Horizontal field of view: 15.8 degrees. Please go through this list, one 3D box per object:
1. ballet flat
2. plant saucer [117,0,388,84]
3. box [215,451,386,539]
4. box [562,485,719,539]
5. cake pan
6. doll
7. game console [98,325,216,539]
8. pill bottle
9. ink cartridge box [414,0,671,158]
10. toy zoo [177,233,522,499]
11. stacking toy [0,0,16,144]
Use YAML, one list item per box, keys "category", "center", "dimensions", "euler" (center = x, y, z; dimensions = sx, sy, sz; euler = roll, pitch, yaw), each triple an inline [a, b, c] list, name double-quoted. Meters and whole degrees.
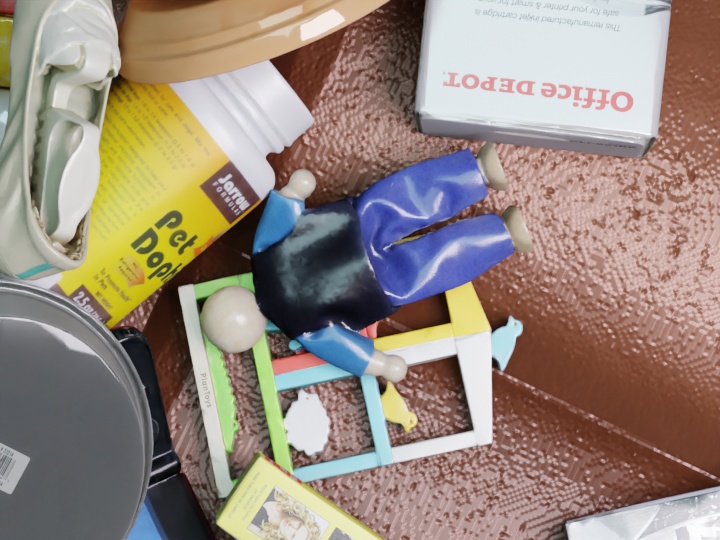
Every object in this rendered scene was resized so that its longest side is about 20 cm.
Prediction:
- category: "ballet flat"
  center: [-0.163, -0.093, 1.444]
  dimensions: [0.069, 0.069, 0.202]
  euler: [7, 83, 3]
- category: "plant saucer"
  center: [-0.054, -0.167, 1.489]
  dimensions: [0.199, 0.200, 0.038]
  euler: [-21, 110, 0]
- category: "box"
  center: [0.009, 0.182, 1.502]
  dimensions: [0.199, 0.075, 0.050]
  euler: [34, 87, 0]
- category: "box"
  center: [0.214, 0.228, 1.511]
  dimensions: [0.157, 0.048, 0.202]
  euler: [-11, 84, 1]
- category: "cake pan"
  center: [-0.206, 0.106, 1.431]
  dimensions: [0.199, 0.037, 0.202]
  euler: [-3, 100, -20]
- category: "doll"
  center: [0.000, 0.000, 1.521]
  dimensions: [0.199, 0.048, 0.137]
  euler: [-22, 94, 0]
- category: "game console"
  center: [-0.181, 0.156, 1.478]
  dimensions: [0.199, 0.173, 0.119]
  euler: [-24, 47, -16]
- category: "pill bottle"
  center: [-0.127, -0.053, 1.523]
  dimensions: [0.200, 0.109, 0.109]
  euler: [-40, 84, -1]
- category: "ink cartridge box"
  center: [0.113, -0.175, 1.538]
  dimensions: [0.143, 0.084, 0.202]
  euler: [7, 83, 3]
- category: "toy zoo"
  center: [0.000, 0.054, 1.552]
  dimensions: [0.198, 0.020, 0.132]
  euler: [-12, 84, 1]
- category: "stacking toy"
  center: [-0.203, -0.160, 1.535]
  dimensions: [0.145, 0.146, 0.202]
  euler: [7, 96, 3]
